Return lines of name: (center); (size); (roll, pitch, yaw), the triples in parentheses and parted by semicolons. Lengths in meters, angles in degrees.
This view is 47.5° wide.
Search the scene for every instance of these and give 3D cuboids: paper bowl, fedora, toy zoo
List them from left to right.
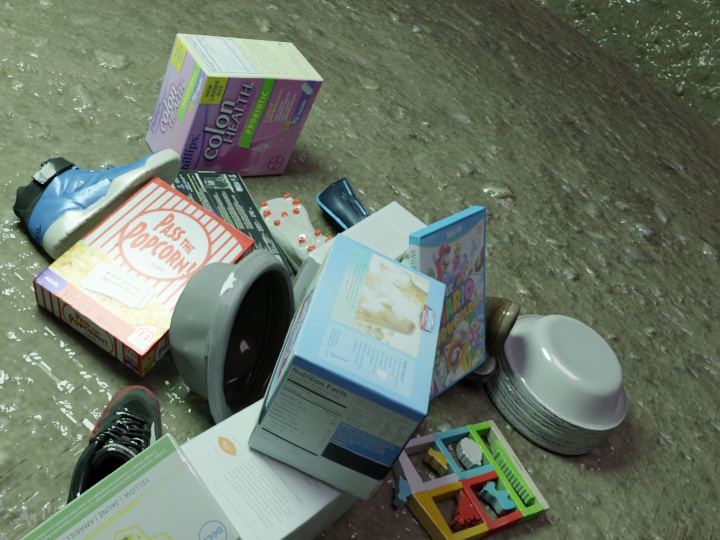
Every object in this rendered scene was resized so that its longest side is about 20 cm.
fedora: (-0.143, 0.072, 0.874); (0.089, 0.202, 0.177); (12, 20, 20)
toy zoo: (0.116, 0.248, 0.955); (0.198, 0.021, 0.132); (-4, 49, -38)
paper bowl: (0.277, 0.143, 1.126); (0.199, 0.105, 0.202); (20, 38, -16)

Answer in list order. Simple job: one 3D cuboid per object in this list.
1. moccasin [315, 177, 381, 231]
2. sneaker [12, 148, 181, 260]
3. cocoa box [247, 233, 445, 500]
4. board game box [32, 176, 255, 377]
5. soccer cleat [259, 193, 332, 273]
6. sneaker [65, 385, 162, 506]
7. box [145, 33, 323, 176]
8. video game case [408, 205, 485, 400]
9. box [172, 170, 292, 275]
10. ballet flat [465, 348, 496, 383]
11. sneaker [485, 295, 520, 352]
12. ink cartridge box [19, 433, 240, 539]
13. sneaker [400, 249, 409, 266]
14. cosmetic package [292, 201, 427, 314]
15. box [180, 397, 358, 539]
moccasin: (0.018, -0.065, 1.193); (0.200, 0.068, 0.081); (44, -4, 16)
sneaker: (-0.320, -0.108, 0.986); (0.111, 0.077, 0.200); (41, 64, 14)
cocoa box: (-0.007, 0.087, 0.797); (0.132, 0.132, 0.201); (25, 35, -5)
board game box: (-0.237, 0.000, 0.921); (0.151, 0.046, 0.200); (31, 52, 10)
soccer cleat: (-0.086, -0.038, 1.122); (0.069, 0.078, 0.200); (-22, 37, -19)
sneaker: (-0.217, 0.171, 0.744); (0.070, 0.098, 0.201); (20, 36, -12)
box: (-0.182, -0.232, 1.179); (0.199, 0.177, 0.097); (-8, 50, -42)
video game case: (0.105, 0.038, 0.958); (0.018, 0.202, 0.143); (12, 23, 37)
box: (-0.199, -0.050, 1.065); (0.159, 0.044, 0.201); (-4, 48, -38)
ballet flat: (0.102, 0.086, 1.125); (0.199, 0.047, 0.067); (38, 59, 19)
sneaker: (0.161, 0.064, 1.111); (0.075, 0.071, 0.200); (25, -5, 2)
ink cartridge box: (-0.154, 0.253, 0.638); (0.145, 0.048, 0.201); (-34, 85, -21)
sneaker: (0.079, 0.056, 1.024); (0.074, 0.089, 0.200); (42, -2, 43)
cosmetic package: (0.000, 0.000, 0.993); (0.074, 0.102, 0.200); (37, 36, 12)
box: (-0.086, 0.205, 0.797); (0.124, 0.098, 0.199); (44, 38, 19)
